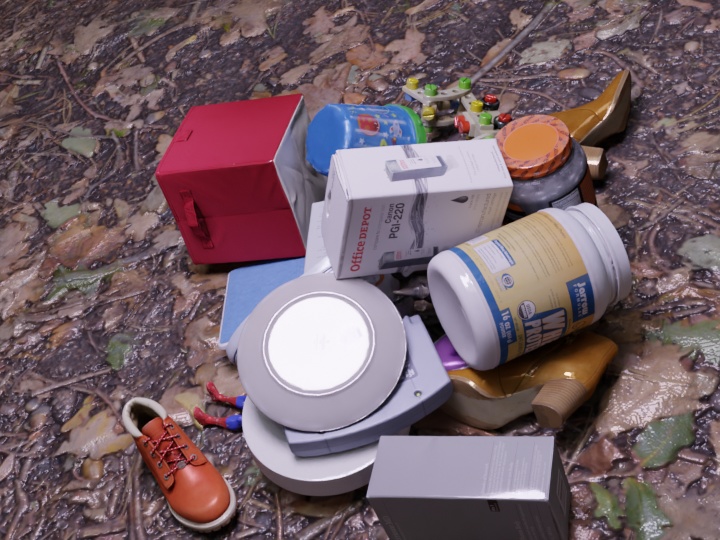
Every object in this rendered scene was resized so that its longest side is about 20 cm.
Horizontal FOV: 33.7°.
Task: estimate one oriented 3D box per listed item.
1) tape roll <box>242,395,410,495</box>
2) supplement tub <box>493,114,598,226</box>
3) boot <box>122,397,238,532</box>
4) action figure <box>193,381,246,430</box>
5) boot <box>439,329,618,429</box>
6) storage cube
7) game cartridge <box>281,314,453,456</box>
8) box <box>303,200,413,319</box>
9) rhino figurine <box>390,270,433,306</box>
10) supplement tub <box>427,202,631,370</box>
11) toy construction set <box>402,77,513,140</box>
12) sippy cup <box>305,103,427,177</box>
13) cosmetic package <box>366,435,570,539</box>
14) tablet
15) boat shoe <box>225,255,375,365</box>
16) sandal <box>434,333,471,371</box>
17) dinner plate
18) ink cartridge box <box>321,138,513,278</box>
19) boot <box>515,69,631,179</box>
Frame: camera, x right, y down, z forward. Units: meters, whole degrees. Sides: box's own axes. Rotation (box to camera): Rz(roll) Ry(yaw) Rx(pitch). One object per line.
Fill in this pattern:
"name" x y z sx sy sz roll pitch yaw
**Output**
"tape roll" -0.040 0.172 1.413 0.202 0.037 0.203 -6 48 6
"supplement tub" 0.231 -0.088 1.480 0.122 0.200 0.123 -13 43 12
"boot" -0.224 0.232 1.434 0.075 0.107 0.200 -37 46 -16
"action figure" -0.114 0.178 1.483 0.200 0.052 0.065 6 48 25
"boot" 0.192 0.120 1.402 0.201 0.071 0.144 5 36 39
"storage cube" -0.160 -0.132 1.704 0.179 0.171 0.200 -4 38 19
"game cartridge" -0.001 0.137 1.383 0.200 0.041 0.133 -21 45 -4
"box" 0.000 0.000 1.570 0.124 0.098 0.200 -10 44 15
"rhino figurine" 0.104 0.014 1.482 0.087 0.060 0.200 10 16 39
"supplement tub" 0.193 0.015 1.367 0.200 0.145 0.145 -23 42 -12
"toy construction set" 0.143 -0.208 1.719 0.131 0.092 0.200 -3 49 -13
"sippy cup" 0.000 -0.172 1.641 0.178 0.130 0.140 -17 71 47
"cosmetic package" 0.117 0.238 1.277 0.200 0.107 0.090 -6 46 21
"tablet" -0.127 0.035 1.622 0.130 0.014 0.200 -18 28 9
"boat shoe" -0.064 0.065 1.440 0.202 0.075 0.086 -37 64 -8
"sandal" 0.167 0.065 1.463 0.202 0.050 0.082 -25 34 0
"dinner plate" -0.047 0.088 1.371 0.200 0.024 0.201 -3 63 6
"ink cartridge box" 0.063 -0.073 1.400 0.200 0.146 0.085 -4 51 -13
"boot" 0.288 -0.208 1.657 0.144 0.071 0.201 10 57 27
